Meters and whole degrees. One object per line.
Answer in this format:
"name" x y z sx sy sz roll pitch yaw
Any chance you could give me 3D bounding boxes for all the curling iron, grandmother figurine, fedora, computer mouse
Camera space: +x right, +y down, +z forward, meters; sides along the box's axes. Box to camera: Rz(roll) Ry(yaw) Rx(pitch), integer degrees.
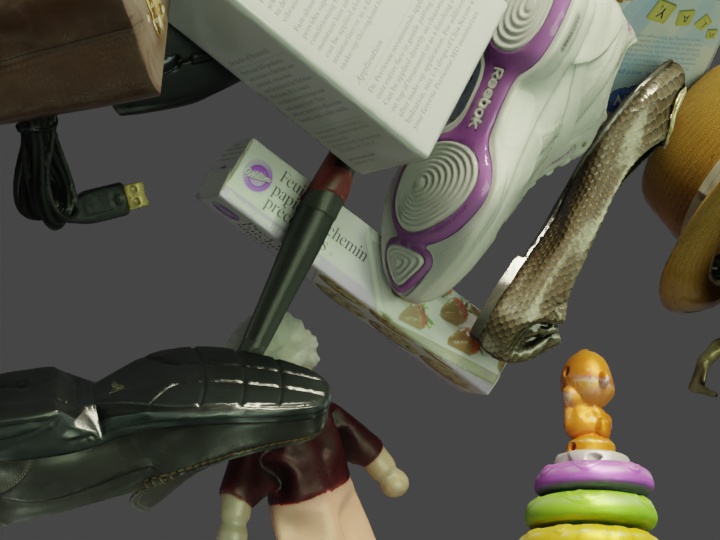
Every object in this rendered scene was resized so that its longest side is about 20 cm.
"curling iron" -0.027 -0.045 1.103 0.049 0.026 0.202 18 87 -2
"grandmother figurine" -0.031 0.120 1.125 0.121 0.060 0.202 -17 93 -44
"fedora" 0.228 -0.068 1.215 0.200 0.201 0.082 -37 64 -22
"computer mouse" -0.097 -0.092 1.078 0.199 0.046 0.142 -26 135 -38

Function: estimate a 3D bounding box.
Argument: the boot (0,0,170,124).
"boot" -0.170 -0.066 0.988 0.198 0.064 0.188 -17 125 5

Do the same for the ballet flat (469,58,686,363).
"ballet flat" 0.131 -0.031 1.154 0.046 0.067 0.201 32 75 11

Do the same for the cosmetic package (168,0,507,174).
"cosmetic package" -0.034 -0.148 1.029 0.200 0.071 0.102 38 68 -23

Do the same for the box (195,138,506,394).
"box" 0.000 0.000 1.149 0.199 0.041 0.039 37 74 -21

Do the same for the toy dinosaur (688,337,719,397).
"toy dinosaur" 0.234 0.034 1.232 0.199 0.058 0.102 15 99 -53

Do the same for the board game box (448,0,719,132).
"board game box" 0.123 -0.169 1.146 0.198 0.041 0.201 3 129 -25

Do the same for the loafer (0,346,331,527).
"loafer" -0.112 0.088 1.064 0.198 0.073 0.073 -4 114 0

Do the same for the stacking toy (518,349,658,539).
"stacking toy" 0.131 0.144 1.187 0.109 0.116 0.202 9 71 -22

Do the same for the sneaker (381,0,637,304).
"sneaker" 0.086 -0.065 1.118 0.099 0.075 0.201 25 98 -46
